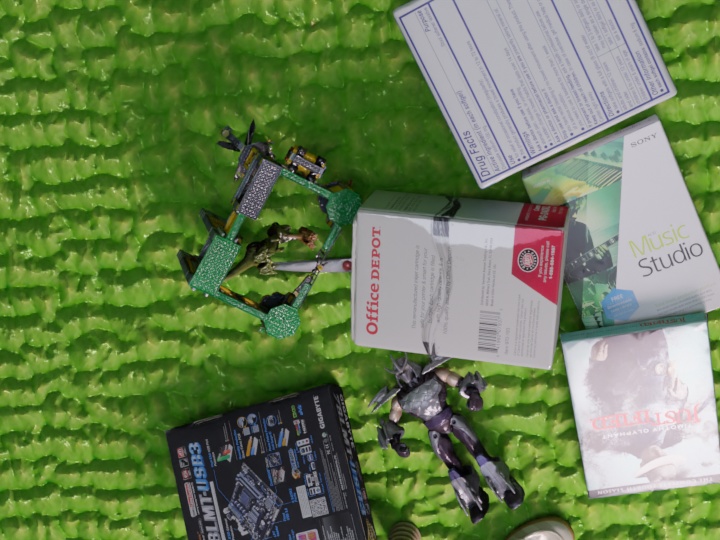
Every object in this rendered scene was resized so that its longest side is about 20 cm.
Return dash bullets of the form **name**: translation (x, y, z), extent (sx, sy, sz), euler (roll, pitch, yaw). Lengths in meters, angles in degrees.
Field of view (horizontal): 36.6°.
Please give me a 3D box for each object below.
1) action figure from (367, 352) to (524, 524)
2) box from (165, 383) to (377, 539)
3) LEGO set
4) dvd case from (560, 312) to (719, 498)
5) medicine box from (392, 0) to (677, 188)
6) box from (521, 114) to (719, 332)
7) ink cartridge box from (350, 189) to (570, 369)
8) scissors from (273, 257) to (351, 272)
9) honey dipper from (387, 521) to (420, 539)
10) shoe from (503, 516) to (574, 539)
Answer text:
- **action figure**: translation (0.091, 0.167, 1.148), extent (0.130, 0.069, 0.200), euler (-34, 96, 21)
- **box**: translation (-0.095, 0.242, 1.168), extent (0.198, 0.050, 0.201), euler (-18, 77, 15)
- **LEGO set**: translation (-0.098, -0.041, 1.108), extent (0.153, 0.116, 0.201), euler (17, 103, -21)
- **dvd case**: translation (0.291, 0.142, 1.116), extent (0.145, 0.022, 0.201), euler (-9, 117, 10)
- **medicine box**: translation (0.159, -0.206, 1.007), extent (0.199, 0.103, 0.183), euler (-25, 101, 15)
- **box**: translation (0.263, -0.034, 1.078), extent (0.144, 0.036, 0.201), euler (-23, 101, 15)
- **ink cartridge box**: translation (0.097, 0.006, 1.067), extent (0.199, 0.083, 0.146), euler (7, 112, 13)
- **scissors**: translation (0.000, 0.000, 1.138), extent (0.199, 0.014, 0.073), euler (-16, 105, 11)
- **honey dipper**: translation (0.036, 0.326, 1.132), extent (0.038, 0.200, 0.038), euler (2, 106, 8)
- **shoe**: translation (0.159, 0.348, 1.198), extent (0.070, 0.053, 0.200), euler (43, 108, -5)
